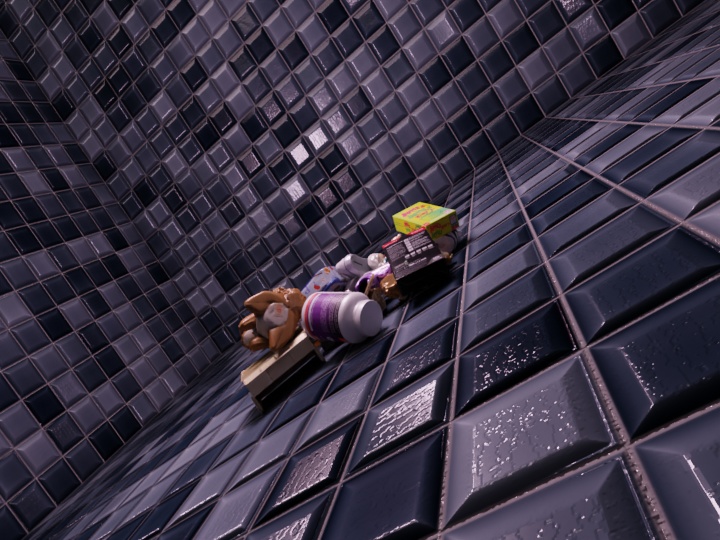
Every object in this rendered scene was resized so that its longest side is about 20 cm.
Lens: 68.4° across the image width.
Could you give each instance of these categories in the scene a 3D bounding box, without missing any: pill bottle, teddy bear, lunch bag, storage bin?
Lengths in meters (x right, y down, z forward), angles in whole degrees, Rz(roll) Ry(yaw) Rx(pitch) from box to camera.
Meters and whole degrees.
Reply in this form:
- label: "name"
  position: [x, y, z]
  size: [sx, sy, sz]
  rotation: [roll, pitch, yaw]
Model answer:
- label: "pill bottle"
  position: [-0.043, 0.109, 1.237]
  size: [0.196, 0.116, 0.112]
  rotation: [-2, 29, 46]
- label: "teddy bear"
  position: [0.143, 0.012, 1.309]
  size: [0.198, 0.068, 0.143]
  rotation: [-39, 24, -24]
- label: "lunch bag"
  position: [-0.104, 0.069, 1.579]
  size: [0.162, 0.075, 0.199]
  rotation: [-51, -17, 9]
- label: "storage bin"
  position: [-0.199, 0.246, 1.344]
  size: [0.198, 0.095, 0.198]
  rotation: [-37, 6, -12]

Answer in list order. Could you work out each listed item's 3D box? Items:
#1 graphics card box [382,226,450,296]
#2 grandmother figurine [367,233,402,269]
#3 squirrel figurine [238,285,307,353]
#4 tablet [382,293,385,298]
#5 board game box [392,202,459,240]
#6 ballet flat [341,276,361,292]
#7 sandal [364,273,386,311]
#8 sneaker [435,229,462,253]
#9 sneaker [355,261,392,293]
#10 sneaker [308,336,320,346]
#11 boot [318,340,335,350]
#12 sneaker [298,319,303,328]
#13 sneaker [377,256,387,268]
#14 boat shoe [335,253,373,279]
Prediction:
- label: "graphics card box"
  position: [0.127, -0.026, 1.254]
  size: [0.122, 0.052, 0.201]
  rotation: [-24, 25, 3]
- label: "grandmother figurine"
  position: [0.116, -0.043, 1.570]
  size: [0.192, 0.126, 0.061]
  rotation: [-14, 1, -1]
- label: "squirrel figurine"
  position: [-0.226, 0.133, 1.374]
  size: [0.199, 0.142, 0.187]
  rotation: [-40, -5, -38]
- label: "tablet"
  position: [0.051, 0.072, 1.612]
  size: [0.129, 0.014, 0.199]
  rotation: [-40, 6, -23]
- label: "board game box"
  position: [0.178, -0.137, 1.471]
  size: [0.099, 0.049, 0.199]
  rotation: [-27, 22, -15]
- label: "ballet flat"
  position: [-0.047, 0.106, 1.548]
  size: [0.202, 0.072, 0.073]
  rotation: [-54, -6, 32]
- label: "sandal"
  position: [0.034, 0.084, 1.378]
  size: [0.214, 0.068, 0.079]
  rotation: [114, 180, -56]
- label: "sneaker"
  position: [0.202, -0.083, 1.504]
  size: [0.195, 0.082, 0.128]
  rotation: [-16, 10, 41]
- label: "sneaker"
  position: [0.062, 0.023, 1.425]
  size: [0.196, 0.083, 0.088]
  rotation: [-29, -6, 32]
- label: "sneaker"
  position: [-0.182, 0.219, 1.546]
  size: [0.199, 0.078, 0.078]
  rotation: [-41, 9, -21]
- label: "boot"
  position: [-0.072, 0.118, 1.373]
  size: [0.197, 0.134, 0.070]
  rotation: [-32, 4, 35]
- label: "sneaker"
  position: [-0.216, 0.173, 1.603]
  size: [0.072, 0.204, 0.088]
  rotation: [-21, 23, 17]
- label: "sneaker"
  position: [0.073, 0.009, 1.516]
  size: [0.197, 0.082, 0.077]
  rotation: [-29, 14, 34]
- label: "boat shoe"
  position: [0.000, 0.000, 1.596]
  size: [0.065, 0.076, 0.198]
  rotation: [-18, -30, 30]
